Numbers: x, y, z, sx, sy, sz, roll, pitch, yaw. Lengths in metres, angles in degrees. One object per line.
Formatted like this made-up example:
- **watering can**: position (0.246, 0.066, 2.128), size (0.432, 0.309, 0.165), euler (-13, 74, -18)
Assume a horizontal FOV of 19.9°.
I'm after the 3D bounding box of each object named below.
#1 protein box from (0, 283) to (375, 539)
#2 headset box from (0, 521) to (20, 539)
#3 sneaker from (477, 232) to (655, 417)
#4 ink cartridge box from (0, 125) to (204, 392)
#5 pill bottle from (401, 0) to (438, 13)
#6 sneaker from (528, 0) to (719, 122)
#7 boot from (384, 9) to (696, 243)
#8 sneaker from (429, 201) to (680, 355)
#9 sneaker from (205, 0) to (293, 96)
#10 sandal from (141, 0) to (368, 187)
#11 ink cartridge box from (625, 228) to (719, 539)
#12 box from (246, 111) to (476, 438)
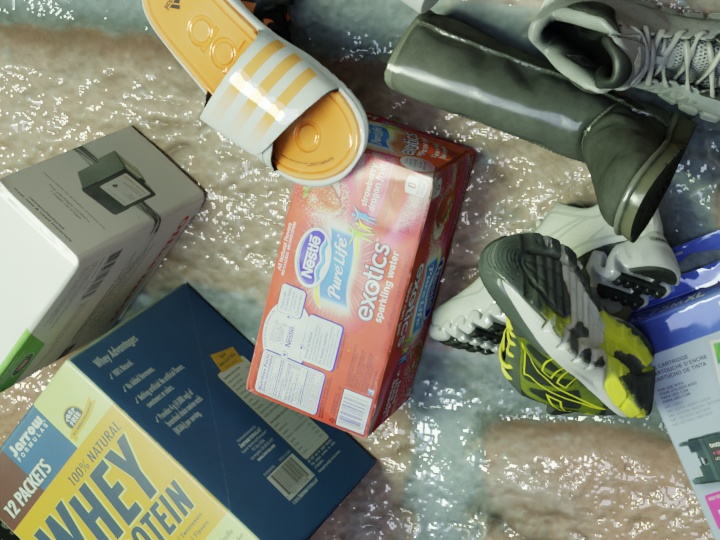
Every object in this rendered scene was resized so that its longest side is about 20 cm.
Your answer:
- **protein box**: position (-0.129, 0.146, 1.468), size (0.200, 0.198, 0.135), euler (42, 115, 4)
- **headset box**: position (-0.306, 0.214, 1.567), size (0.198, 0.174, 0.094), euler (24, 112, 11)
- **sneaker**: position (0.120, 0.048, 1.331), size (0.084, 0.075, 0.200), euler (-15, 141, 29)
- **ink cartridge box**: position (-0.215, -0.007, 1.455), size (0.084, 0.200, 0.146), euler (42, 115, 6)
- **pill bottle**: position (-0.014, -0.262, 1.353), size (0.199, 0.112, 0.113), euler (37, 115, 5)
- **sneaker**: position (0.198, -0.129, 1.312), size (0.198, 0.115, 0.076), euler (16, 111, 15)
- **boot**: position (0.110, -0.101, 1.324), size (0.199, 0.182, 0.073), euler (29, 109, 5)
- **sneaker**: position (0.130, 0.002, 1.409), size (0.199, 0.075, 0.082), euler (-24, 61, 35)
- **sneaker**: position (-0.075, -0.175, 1.423), size (0.090, 0.070, 0.201), euler (-31, 92, 28)
- **sandal**: position (-0.085, -0.129, 1.360), size (0.206, 0.059, 0.079), euler (42, 114, 18)
- **ink cartridge box**: position (0.259, 0.074, 1.394), size (0.118, 0.042, 0.202), euler (-21, 96, 24)
- **box**: position (0.000, 0.000, 1.434), size (0.099, 0.095, 0.202), euler (20, 111, 15)
